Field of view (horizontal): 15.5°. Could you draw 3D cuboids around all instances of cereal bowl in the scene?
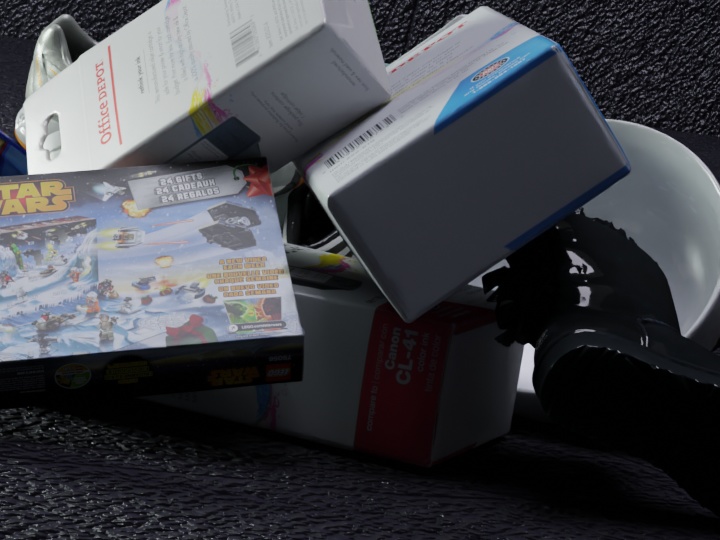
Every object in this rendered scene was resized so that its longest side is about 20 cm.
[{"bbox_3d":[0.133,0.011,1.594,0.200,0.200,0.083,13,-30,25],"label":"cereal bowl"}]

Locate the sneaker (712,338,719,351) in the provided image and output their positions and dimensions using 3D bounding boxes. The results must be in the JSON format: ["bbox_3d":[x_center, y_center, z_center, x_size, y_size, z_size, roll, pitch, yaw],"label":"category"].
[{"bbox_3d":[0.140,0.016,1.681,0.200,0.099,0.071,32,-22,39],"label":"sneaker"}]

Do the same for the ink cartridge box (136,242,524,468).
[{"bbox_3d":[-0.023,0.040,1.470,0.200,0.086,0.148,14,11,18],"label":"ink cartridge box"}]

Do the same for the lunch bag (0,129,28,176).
[{"bbox_3d":[-0.220,-0.039,1.716,0.200,0.094,0.151,26,-10,6],"label":"lunch bag"}]

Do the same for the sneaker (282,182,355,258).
[{"bbox_3d":[0.000,0.000,1.647,0.076,0.115,0.200,12,9,18],"label":"sneaker"}]

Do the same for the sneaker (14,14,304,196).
[{"bbox_3d":[-0.121,-0.100,1.611,0.200,0.092,0.076,15,23,19],"label":"sneaker"}]

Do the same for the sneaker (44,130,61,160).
[{"bbox_3d":[-0.127,0.004,1.564,0.200,0.073,0.085,43,24,-43],"label":"sneaker"}]

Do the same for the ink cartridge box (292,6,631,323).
[{"bbox_3d":[0.047,-0.063,1.426,0.145,0.085,0.200,-34,15,0],"label":"ink cartridge box"}]

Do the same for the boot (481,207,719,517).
[{"bbox_3d":[0.161,0.047,1.411,0.198,0.073,0.162,24,22,-16],"label":"boot"}]

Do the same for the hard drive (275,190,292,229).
[{"bbox_3d":[-0.003,-0.057,1.703,0.132,0.026,0.200,-9,-21,-25],"label":"hard drive"}]

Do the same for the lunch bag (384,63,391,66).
[{"bbox_3d":[-0.031,-0.067,1.860,0.122,0.170,0.200,6,6,35],"label":"lunch bag"}]

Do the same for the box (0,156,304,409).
[{"bbox_3d":[-0.137,0.006,1.370,0.200,0.040,0.137,-4,46,-8],"label":"box"}]

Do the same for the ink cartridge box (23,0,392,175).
[{"bbox_3d":[-0.088,-0.096,1.465,0.067,0.200,0.117,46,20,-37],"label":"ink cartridge box"}]
